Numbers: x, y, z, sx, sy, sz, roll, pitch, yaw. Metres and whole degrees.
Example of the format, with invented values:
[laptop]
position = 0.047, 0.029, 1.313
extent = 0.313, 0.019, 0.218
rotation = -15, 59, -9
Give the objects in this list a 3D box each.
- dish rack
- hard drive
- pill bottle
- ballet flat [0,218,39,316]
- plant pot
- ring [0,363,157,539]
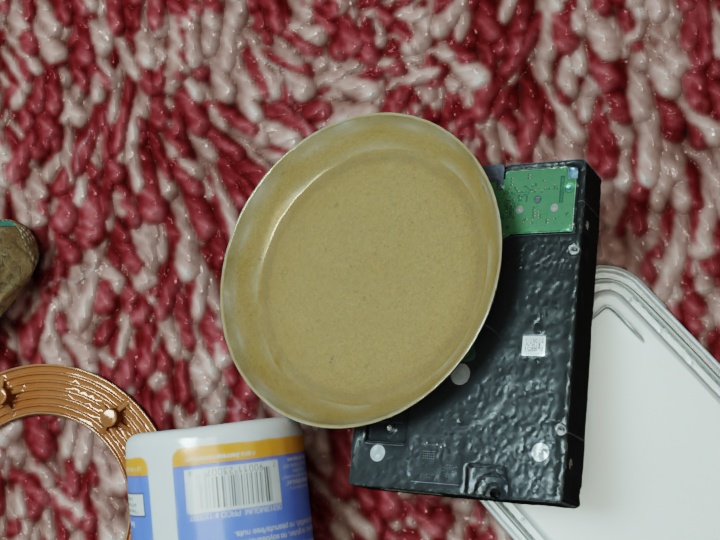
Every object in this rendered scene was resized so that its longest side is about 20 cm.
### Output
[dish rack]
position = 0.159, 0.113, 0.652
extent = 0.172, 0.044, 0.200
rotation = -43, 79, 3
[hard drive]
position = 0.070, 0.036, 0.644
extent = 0.139, 0.038, 0.202
rotation = -3, 73, 30
[pill bottle]
position = -0.080, 0.195, 0.649
extent = 0.111, 0.112, 0.202
rotation = -7, 83, 9
[ballet flat]
position = -0.296, 0.048, 0.726
extent = 0.070, 0.065, 0.201
rotation = 28, 88, 23
[plant pot]
position = 0.000, 0.000, 0.661
extent = 0.199, 0.027, 0.202
rotation = -11, 68, 27
[ring]
position = -0.221, 0.164, 0.725
extent = 0.199, 0.019, 0.202
rotation = -1, 82, 10
